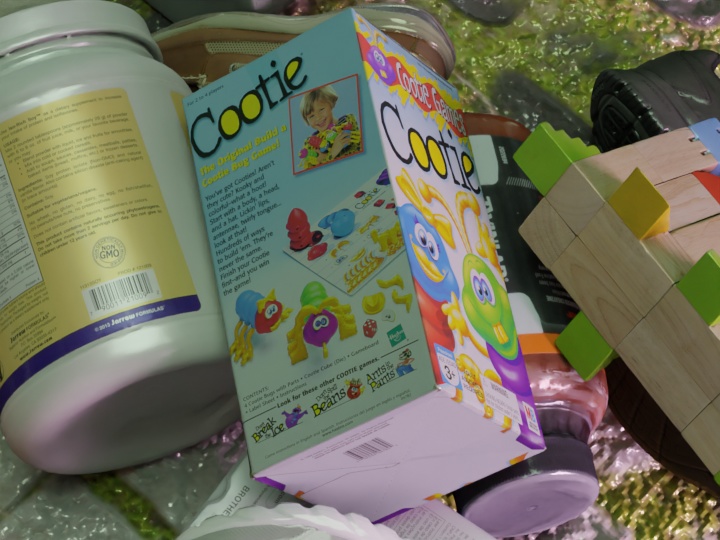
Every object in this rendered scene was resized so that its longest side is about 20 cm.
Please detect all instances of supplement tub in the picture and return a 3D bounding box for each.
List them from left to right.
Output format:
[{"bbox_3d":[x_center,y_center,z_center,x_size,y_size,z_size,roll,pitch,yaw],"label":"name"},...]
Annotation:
[{"bbox_3d":[-0.132,-0.017,1.208,0.144,0.146,0.201,-17,69,-10],"label":"supplement tub"},{"bbox_3d":[0.062,0.028,1.220,0.106,0.107,0.201,-10,61,-7],"label":"supplement tub"}]

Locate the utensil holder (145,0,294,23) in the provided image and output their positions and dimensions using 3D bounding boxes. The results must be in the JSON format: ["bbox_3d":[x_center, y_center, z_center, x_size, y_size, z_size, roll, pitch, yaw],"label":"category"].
[{"bbox_3d":[-0.047,-0.245,1.338,0.170,0.170,0.200,37,68,18],"label":"utensil holder"}]

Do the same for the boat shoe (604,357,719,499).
[{"bbox_3d":[0.194,0.075,1.224,0.066,0.072,0.201,-15,47,-41],"label":"boat shoe"}]

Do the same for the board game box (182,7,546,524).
[{"bbox_3d":[0.000,0.000,1.141,0.104,0.103,0.201,-25,60,24],"label":"board game box"}]

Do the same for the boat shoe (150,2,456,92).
[{"bbox_3d":[-0.050,-0.089,1.277,0.199,0.076,0.072,-9,49,21],"label":"boat shoe"}]

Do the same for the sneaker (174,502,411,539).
[{"bbox_3d":[0.004,0.161,1.087,0.199,0.075,0.082,11,59,6],"label":"sneaker"}]

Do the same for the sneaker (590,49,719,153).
[{"bbox_3d":[0.210,-0.044,1.287,0.090,0.076,0.200,-26,68,-26],"label":"sneaker"}]

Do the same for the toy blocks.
[{"bbox_3d":[0.173,0.007,1.173,0.136,0.100,0.200,-18,64,-47],"label":"toy blocks"}]

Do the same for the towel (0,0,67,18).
[{"bbox_3d":[-0.232,-0.137,1.254,0.199,0.133,0.035,-16,34,-12],"label":"towel"}]

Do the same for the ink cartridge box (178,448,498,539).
[{"bbox_3d":[0.010,0.163,1.152,0.199,0.042,0.120,31,65,19],"label":"ink cartridge box"}]
